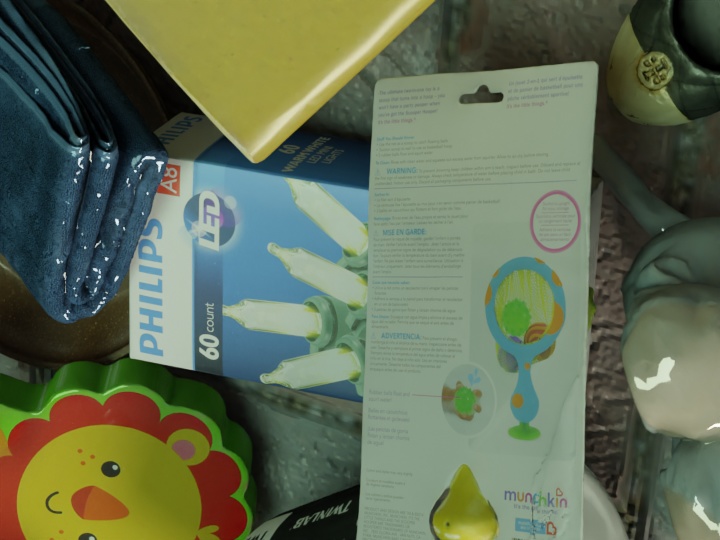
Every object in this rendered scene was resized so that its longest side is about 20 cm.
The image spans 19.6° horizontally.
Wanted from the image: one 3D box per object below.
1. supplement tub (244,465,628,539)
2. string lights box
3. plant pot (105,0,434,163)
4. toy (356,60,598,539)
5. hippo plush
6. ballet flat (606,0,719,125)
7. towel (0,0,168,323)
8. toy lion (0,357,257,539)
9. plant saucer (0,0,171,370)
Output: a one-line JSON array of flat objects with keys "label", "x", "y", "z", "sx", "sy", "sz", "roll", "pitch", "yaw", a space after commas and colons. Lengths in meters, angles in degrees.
[{"label": "supplement tub", "x": 0.017, "y": 0.155, "z": 0.933, "sx": 0.200, "sy": 0.122, "sz": 0.123, "roll": -25, "pitch": 95, "yaw": 43}, {"label": "string lights box", "x": 0.000, "y": 0.000, "z": 0.908, "sx": 0.199, "sy": 0.059, "sz": 0.103, "roll": 9, "pitch": 115, "yaw": 17}, {"label": "plant pot", "x": -0.012, "y": -0.199, "z": 0.756, "sx": 0.200, "sy": 0.194, "sz": 0.196, "roll": -34, "pitch": 109, "yaw": 20}, {"label": "toy", "x": 0.054, "y": 0.024, "z": 0.817, "sx": 0.115, "sy": 0.047, "sz": 0.201, "roll": 0, "pitch": 84, "yaw": 43}, {"label": "hippo plush", "x": 0.188, "y": 0.033, "z": 0.784, "sx": 0.160, "sy": 0.200, "sz": 0.160, "roll": -17, "pitch": 114, "yaw": 10}, {"label": "ballet flat", "x": 0.163, "y": -0.116, "z": 0.776, "sx": 0.200, "sy": 0.057, "sz": 0.067, "roll": -36, "pitch": 87, "yaw": 37}, {"label": "towel", "x": -0.165, "y": -0.076, "z": 0.925, "sx": 0.200, "sy": 0.048, "sz": 0.112, "roll": 48, "pitch": 135, "yaw": 29}, {"label": "toy lion", "x": -0.155, "y": 0.124, "z": 1.036, "sx": 0.191, "sy": 0.069, "sz": 0.201, "roll": 22, "pitch": 117, "yaw": -11}, {"label": "plant saucer", "x": -0.157, "y": -0.050, "z": 1.020, "sx": 0.199, "sy": 0.037, "sz": 0.202, "roll": 12, "pitch": 115, "yaw": 27}]
